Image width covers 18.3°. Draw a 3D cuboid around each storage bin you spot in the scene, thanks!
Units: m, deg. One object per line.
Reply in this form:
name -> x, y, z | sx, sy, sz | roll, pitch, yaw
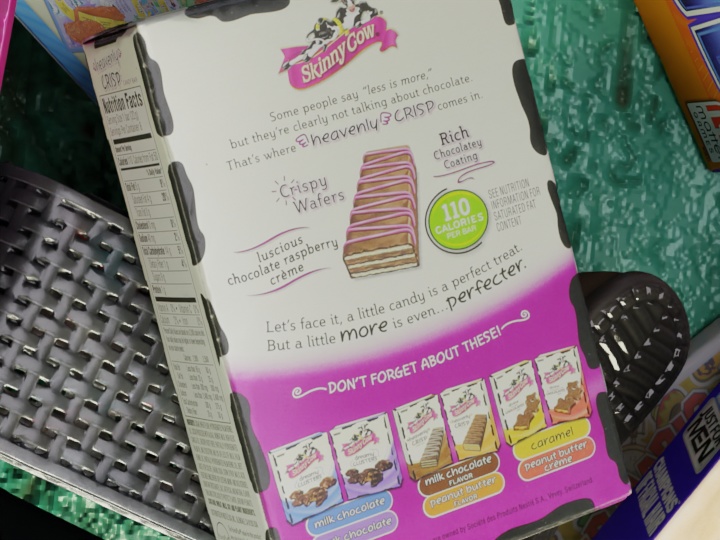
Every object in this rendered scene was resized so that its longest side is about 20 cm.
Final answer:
storage bin -> -0.076, 0.045, 0.829 | 0.199, 0.135, 0.094 | 27, 80, -22

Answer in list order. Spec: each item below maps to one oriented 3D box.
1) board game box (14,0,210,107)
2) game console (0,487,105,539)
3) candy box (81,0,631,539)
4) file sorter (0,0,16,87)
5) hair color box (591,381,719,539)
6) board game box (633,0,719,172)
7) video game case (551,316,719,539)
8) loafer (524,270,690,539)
board game box -> -0.099, -0.166, 0.773 | 0.134, 0.034, 0.200 | -40, 101, 10
game console -> -0.208, 0.147, 0.788 | 0.118, 0.170, 0.201 | 38, 75, -47
candy box -> 0.000, 0.000, 0.754 | 0.136, 0.061, 0.201 | -17, 97, -24
file sorter -> -0.181, -0.097, 0.679 | 0.138, 0.125, 0.201 | 10, 85, -2
hair color box -> 0.134, 0.156, 0.912 | 0.109, 0.065, 0.200 | 34, 103, -8
board game box -> 0.233, -0.176, 0.930 | 0.199, 0.200, 0.201 | -31, 103, -21
video game case -> 0.154, 0.138, 0.997 | 0.200, 0.023, 0.182 | -36, 105, -19
loafer -> 0.052, 0.077, 0.927 | 0.200, 0.071, 0.073 | -42, 118, -11
